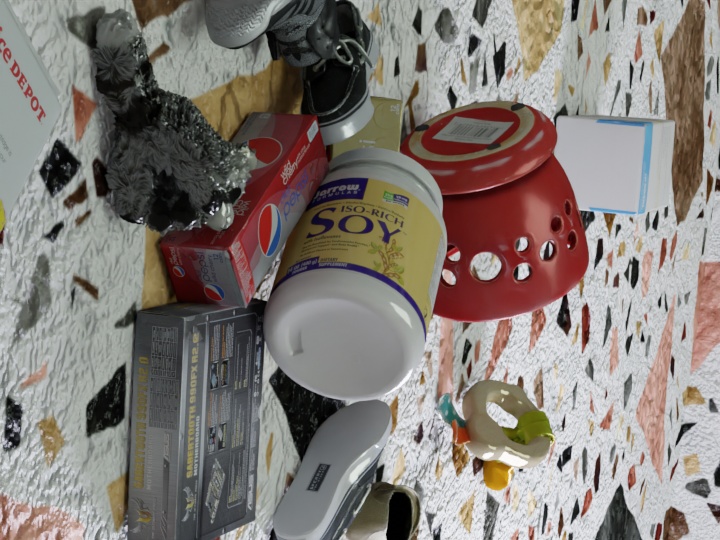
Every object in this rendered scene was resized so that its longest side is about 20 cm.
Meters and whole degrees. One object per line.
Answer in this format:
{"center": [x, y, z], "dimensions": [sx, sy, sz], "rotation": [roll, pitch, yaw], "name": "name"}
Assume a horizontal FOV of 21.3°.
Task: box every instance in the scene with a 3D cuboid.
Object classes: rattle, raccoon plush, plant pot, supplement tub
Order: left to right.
{"center": [-0.138, -0.122, 1.522], "dimensions": [0.134, 0.096, 0.202], "rotation": [-55, 144, -63], "name": "raccoon plush"}
{"center": [0.000, 0.000, 1.716], "dimensions": [0.201, 0.144, 0.146], "rotation": [-75, 159, -46], "name": "supplement tub"}
{"center": [0.132, 0.213, 2.342], "dimensions": [0.199, 0.142, 0.131], "rotation": [-15, 77, -51], "name": "rattle"}
{"center": [0.134, -0.069, 2.062], "dimensions": [0.201, 0.199, 0.184], "rotation": [-56, 137, -49], "name": "plant pot"}

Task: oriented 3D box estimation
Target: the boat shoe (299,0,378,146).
{"center": [-0.022, -0.189, 1.781], "dimensions": [0.200, 0.073, 0.068], "rotation": [-71, 146, -52], "name": "boat shoe"}

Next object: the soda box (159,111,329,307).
{"center": [-0.097, -0.056, 1.652], "dimensions": [0.201, 0.069, 0.064], "rotation": [-61, 147, -45], "name": "soda box"}

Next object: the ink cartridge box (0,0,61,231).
{"center": [-0.279, -0.075, 1.185], "dimensions": [0.146, 0.082, 0.201], "rotation": [67, 36, -49], "name": "ink cartridge box"}

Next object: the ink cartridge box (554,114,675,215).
{"center": [0.356, -0.150, 2.664], "dimensions": [0.200, 0.127, 0.127], "rotation": [-12, 107, -66], "name": "ink cartridge box"}

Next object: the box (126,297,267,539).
{"center": [-0.138, 0.128, 1.630], "dimensions": [0.158, 0.048, 0.202], "rotation": [-12, 105, -66], "name": "box"}

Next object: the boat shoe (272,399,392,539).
{"center": [-0.021, 0.215, 1.909], "dimensions": [0.201, 0.071, 0.068], "rotation": [-60, 146, -41], "name": "boat shoe"}

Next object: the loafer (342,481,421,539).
{"center": [0.028, 0.267, 2.048], "dimensions": [0.200, 0.067, 0.077], "rotation": [7, 89, -68], "name": "loafer"}

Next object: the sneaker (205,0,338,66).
{"center": [-0.068, -0.218, 1.654], "dimensions": [0.201, 0.075, 0.115], "rotation": [-61, 146, -49], "name": "sneaker"}

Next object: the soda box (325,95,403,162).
{"center": [-0.002, -0.069, 1.859], "dimensions": [0.064, 0.067, 0.202], "rotation": [-146, -119, -82], "name": "soda box"}
